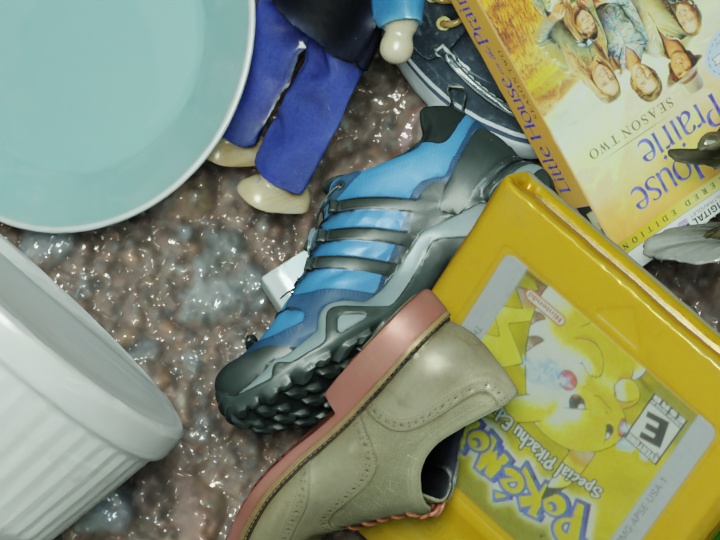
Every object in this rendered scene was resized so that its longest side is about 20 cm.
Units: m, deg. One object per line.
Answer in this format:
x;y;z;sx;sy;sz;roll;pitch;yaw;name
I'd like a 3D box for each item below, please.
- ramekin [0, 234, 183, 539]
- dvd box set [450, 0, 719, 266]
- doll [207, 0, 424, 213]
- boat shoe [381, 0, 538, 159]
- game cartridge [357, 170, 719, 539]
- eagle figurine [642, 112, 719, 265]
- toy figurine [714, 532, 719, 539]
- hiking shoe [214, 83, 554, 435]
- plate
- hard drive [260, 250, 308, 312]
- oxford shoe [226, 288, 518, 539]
-0.185;0.043;1.188;0.202;0.202;0.094;43;93;7;ramekin
0.133;-0.117;1.265;0.146;0.029;0.200;-33;100;-21;dvd box set
-0.019;-0.132;1.239;0.136;0.048;0.200;47;122;33;doll
0.043;-0.146;1.279;0.071;0.091;0.200;-40;81;-23;boat shoe
0.086;0.084;1.186;0.176;0.032;0.200;41;118;18;game cartridge
0.253;-0.017;1.209;0.200;0.151;0.152;46;56;-8;eagle figurine
0.261;0.116;1.197;0.184;0.200;0.150;10;44;-21;toy figurine
0.000;0.000;1.243;0.200;0.074;0.087;-38;66;-14;hiking shoe
-0.141;-0.115;1.282;0.200;0.026;0.200;-4;79;19;plate
0.058;0.053;1.274;0.132;0.027;0.200;-32;80;-8;hard drive
0.000;0.101;1.189;0.075;0.200;0.070;41;37;7;oxford shoe
